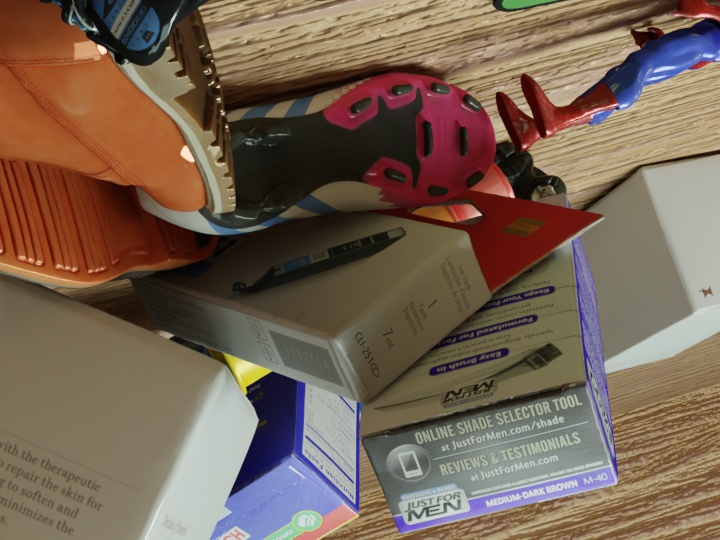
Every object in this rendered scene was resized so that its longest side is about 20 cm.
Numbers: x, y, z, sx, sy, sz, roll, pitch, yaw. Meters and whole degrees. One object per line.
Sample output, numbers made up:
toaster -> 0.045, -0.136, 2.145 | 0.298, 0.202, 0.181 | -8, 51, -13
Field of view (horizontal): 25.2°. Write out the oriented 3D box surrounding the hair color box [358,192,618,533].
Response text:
hair color box -> 0.065, 0.041, 0.818 | 0.109, 0.065, 0.200 | -15, -156, 12

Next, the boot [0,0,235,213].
boot -> -0.110, -0.069, 0.640 | 0.107, 0.075, 0.200 | -16, 159, 4

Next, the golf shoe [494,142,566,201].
golf shoe -> 0.045, 0.006, 1.014 | 0.200, 0.077, 0.088 | -34, 163, -12

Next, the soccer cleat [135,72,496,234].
soccer cleat -> -0.023, -0.061, 0.817 | 0.200, 0.070, 0.086 | -11, -172, -38

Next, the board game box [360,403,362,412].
board game box -> 0.025, 0.057, 1.251 | 0.103, 0.105, 0.200 | -10, 164, -30

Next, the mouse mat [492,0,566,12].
mouse mat -> 0.155, -0.170, 0.700 | 0.161, 0.008, 0.200 | -14, 166, -17

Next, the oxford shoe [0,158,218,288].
oxford shoe -> -0.152, -0.017, 0.789 | 0.073, 0.071, 0.200 | -19, 168, 27

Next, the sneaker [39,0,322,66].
sneaker -> -0.084, -0.104, 0.467 | 0.200, 0.090, 0.078 | -12, 166, -21

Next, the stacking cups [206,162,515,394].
stacking cups -> 0.000, 0.000, 0.949 | 0.200, 0.061, 0.061 | -30, 170, -14

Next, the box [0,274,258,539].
box -> -0.181, 0.103, 0.845 | 0.199, 0.171, 0.200 | 22, 169, 7

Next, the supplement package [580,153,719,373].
supplement package -> 0.235, -0.001, 1.266 | 0.117, 0.117, 0.200 | -11, 166, -25

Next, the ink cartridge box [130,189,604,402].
ink cartridge box -> -0.002, -0.014, 0.857 | 0.176, 0.045, 0.200 | -37, -151, -26

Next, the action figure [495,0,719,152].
action figure -> 0.170, -0.118, 0.845 | 0.200, 0.052, 0.065 | -19, 173, -15

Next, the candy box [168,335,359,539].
candy box -> -0.084, 0.111, 1.079 | 0.169, 0.200, 0.077 | -32, 121, 23
